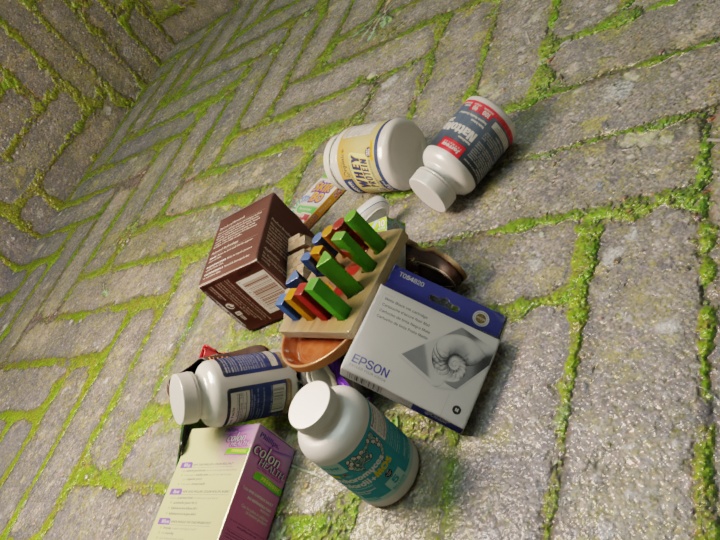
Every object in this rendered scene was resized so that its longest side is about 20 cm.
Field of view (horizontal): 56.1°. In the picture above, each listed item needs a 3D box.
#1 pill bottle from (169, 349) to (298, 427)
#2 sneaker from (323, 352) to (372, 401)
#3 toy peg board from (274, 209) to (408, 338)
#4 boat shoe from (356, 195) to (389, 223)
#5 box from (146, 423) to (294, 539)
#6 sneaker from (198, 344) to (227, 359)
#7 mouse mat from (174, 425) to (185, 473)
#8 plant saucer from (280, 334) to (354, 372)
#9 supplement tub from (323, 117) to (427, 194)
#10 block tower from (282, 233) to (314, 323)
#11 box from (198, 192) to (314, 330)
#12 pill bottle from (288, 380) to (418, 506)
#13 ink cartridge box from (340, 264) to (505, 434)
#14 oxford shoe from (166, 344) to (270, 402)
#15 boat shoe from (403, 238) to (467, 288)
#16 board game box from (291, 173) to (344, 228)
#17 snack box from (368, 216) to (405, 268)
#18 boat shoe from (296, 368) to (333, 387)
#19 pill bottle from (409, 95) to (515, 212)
[{"bbox_3d":[-0.214,0.202,1.141,0.110,0.197,0.113,11,103,57],"label":"pill bottle"},{"bbox_3d":[-0.021,0.137,1.118,0.201,0.069,0.101,57,133,47],"label":"sneaker"},{"bbox_3d":[-0.055,-0.002,1.098,0.198,0.098,0.202,-5,48,50],"label":"toy peg board"},{"bbox_3d":[-0.002,-0.052,1.341,0.201,0.073,0.067,-52,44,11],"label":"boat shoe"},{"bbox_3d":[-0.225,0.367,1.100,0.174,0.097,0.202,-14,45,36],"label":"box"},{"bbox_3d":[-0.240,0.185,1.285,0.198,0.116,0.079,-26,38,24],"label":"sneaker"},{"bbox_3d":[-0.333,0.303,1.260,0.201,0.007,0.163,-101,24,-54],"label":"mouse mat"},{"bbox_3d":[-0.048,0.086,1.118,0.199,0.032,0.202,-33,28,20],"label":"plant saucer"},{"bbox_3d":[0.029,-0.237,1.426,0.198,0.145,0.146,2,54,46],"label":"supplement tub"},{"bbox_3d":[-0.111,0.027,1.319,0.054,0.057,0.203,-23,57,40],"label":"block tower"},{"bbox_3d":[-0.207,-0.016,1.417,0.163,0.166,0.202,-23,39,28],"label":"box"},{"bbox_3d":[-0.012,0.233,0.928,0.110,0.200,0.112,-27,38,23],"label":"pill bottle"},{"bbox_3d":[0.098,0.103,0.990,0.197,0.041,0.202,24,65,8],"label":"ink cartridge box"},{"bbox_3d":[-0.249,0.182,1.208,0.198,0.073,0.071,-27,58,-19],"label":"oxford shoe"},{"bbox_3d":[0.106,-0.001,1.169,0.070,0.071,0.199,-42,25,-12],"label":"boat shoe"},{"bbox_3d":[-0.105,-0.161,1.589,0.200,0.030,0.095,-45,35,-5],"label":"board game box"},{"bbox_3d":[0.000,0.000,1.214,0.199,0.052,0.145,-19,64,49],"label":"snack box"},{"bbox_3d":[-0.079,0.180,1.179,0.201,0.075,0.061,58,137,46],"label":"boat shoe"},{"bbox_3d":[0.187,-0.214,1.264,0.201,0.120,0.119,-50,35,-9],"label":"pill bottle"}]
